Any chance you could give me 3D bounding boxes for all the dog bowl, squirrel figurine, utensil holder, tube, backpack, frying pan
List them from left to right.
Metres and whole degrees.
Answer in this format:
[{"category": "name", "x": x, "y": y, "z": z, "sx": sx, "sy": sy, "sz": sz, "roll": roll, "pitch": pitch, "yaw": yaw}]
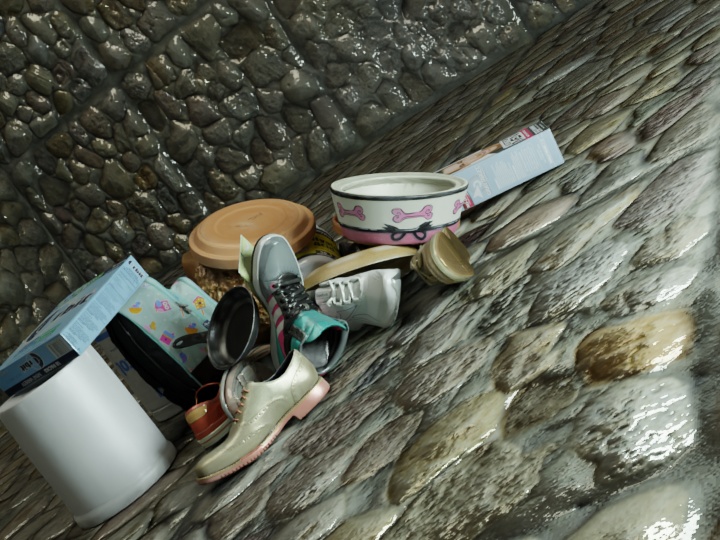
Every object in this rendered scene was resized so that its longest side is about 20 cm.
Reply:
[{"category": "utensil holder", "x": -0.381, "y": 0.227, "z": 1.507, "sx": 0.169, "sy": 0.201, "sz": 0.170, "roll": -33, "pitch": 11, "yaw": 7}, {"category": "backpack", "x": -0.287, "y": 0.098, "z": 1.641, "sx": 0.154, "sy": 0.199, "sz": 0.176, "roll": -56, "pitch": -1, "yaw": -24}, {"category": "frying pan", "x": -0.193, "y": 0.099, "z": 1.471, "sx": 0.190, "sy": 0.031, "sz": 0.115, "roll": -43, "pitch": 44, "yaw": 34}, {"category": "squirrel figurine", "x": -0.192, "y": 0.046, "z": 1.748, "sx": 0.141, "sy": 0.187, "sz": 0.200, "roll": -25, "pitch": 16, "yaw": 3}, {"category": "tube", "x": -0.113, "y": 0.040, "z": 1.483, "sx": 0.052, "sy": 0.200, "sz": 0.058, "roll": -49, "pitch": 40, "yaw": -16}, {"category": "dog bowl", "x": 0.056, "y": -0.090, "z": 1.546, "sx": 0.199, "sy": 0.074, "sz": 0.200, "roll": -1, "pitch": 14, "yaw": 0}]

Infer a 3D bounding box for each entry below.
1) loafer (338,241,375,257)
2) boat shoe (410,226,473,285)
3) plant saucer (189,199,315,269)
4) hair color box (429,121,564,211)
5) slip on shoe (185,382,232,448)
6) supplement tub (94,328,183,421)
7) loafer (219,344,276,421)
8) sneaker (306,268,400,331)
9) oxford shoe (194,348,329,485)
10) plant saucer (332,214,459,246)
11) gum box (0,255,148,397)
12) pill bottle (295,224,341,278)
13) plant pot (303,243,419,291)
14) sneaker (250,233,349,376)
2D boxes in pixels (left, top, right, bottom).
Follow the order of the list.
[{"category": "loafer", "x": 0.008, "y": -0.009, "z": 1.729, "sx": 0.071, "sy": 0.074, "sz": 0.200, "roll": 0, "pitch": 3, "yaw": -11}, {"category": "boat shoe", "x": 0.101, "y": -0.009, "z": 1.401, "sx": 0.065, "sy": 0.072, "sz": 0.200, "roll": -38, "pitch": 4, "yaw": 11}, {"category": "plant saucer", "x": -0.169, "y": -0.064, "z": 1.681, "sx": 0.199, "sy": 0.032, "sz": 0.201, "roll": -6, "pitch": 28, "yaw": 3}, {"category": "hair color box", "x": 0.205, "y": -0.156, "z": 1.660, "sx": 0.199, "sy": 0.061, "sz": 0.099, "roll": -26, "pitch": 12, "yaw": 8}, {"category": "slip on shoe", "x": -0.198, "y": 0.181, "z": 1.513, "sx": 0.074, "sy": 0.061, "sz": 0.200, "roll": -35, "pitch": 8, "yaw": 15}, {"category": "supplement tub", "x": -0.346, "y": 0.134, "z": 1.794, "sx": 0.132, "sy": 0.200, "sz": 0.132, "roll": -34, "pitch": 10, "yaw": 7}, {"category": "loafer", "x": -0.136, "y": 0.143, "z": 1.476, "sx": 0.063, "sy": 0.072, "sz": 0.200, "roll": -26, "pitch": 10, "yaw": 17}, {"category": "sneaker", "x": -0.010, "y": 0.040, "z": 1.434, "sx": 0.200, "sy": 0.087, "sz": 0.075, "roll": -28, "pitch": 54, "yaw": 58}, {"category": "oxford shoe", "x": -0.130, "y": 0.175, "z": 1.292, "sx": 0.200, "sy": 0.074, "sz": 0.071, "roll": -41, "pitch": 12, "yaw": -28}, {"category": "plant saucer", "x": 0.056, "y": -0.070, "z": 1.680, "sx": 0.199, "sy": 0.033, "sz": 0.200, "roll": -1, "pitch": 15, "yaw": 0}, {"category": "gum box", "x": -0.413, "y": 0.077, "z": 1.540, "sx": 0.169, "sy": 0.045, "sz": 0.200, "roll": -28, "pitch": 18, "yaw": 34}, {"category": "pill bottle", "x": -0.084, "y": -0.007, "z": 1.723, "sx": 0.111, "sy": 0.111, "sz": 0.200, "roll": -34, "pitch": 26, "yaw": 5}, {"category": "plant pot", "x": 0.000, "y": 0.000, "z": 1.546, "sx": 0.199, "sy": 0.028, "sz": 0.200, "roll": -17, "pitch": -9, "yaw": -3}, {"category": "sneaker", "x": -0.076, "y": 0.053, "z": 1.389, "sx": 0.083, "sy": 0.201, "sz": 0.120, "roll": -22, "pitch": 16, "yaw": -34}]
